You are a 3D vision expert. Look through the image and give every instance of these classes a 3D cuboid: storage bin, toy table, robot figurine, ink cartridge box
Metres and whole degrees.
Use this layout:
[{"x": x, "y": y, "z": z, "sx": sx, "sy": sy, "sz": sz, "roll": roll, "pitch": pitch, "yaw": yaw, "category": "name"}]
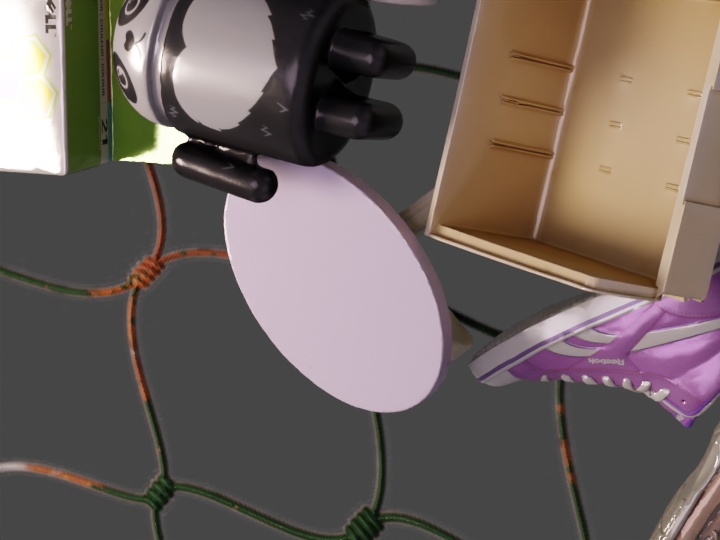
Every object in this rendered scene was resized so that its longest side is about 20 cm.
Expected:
[{"x": 0.151, "y": -0.095, "z": 1.260, "sx": 0.198, "sy": 0.093, "sz": 0.201, "roll": 22, "pitch": 101, "yaw": 57, "category": "storage bin"}, {"x": 0.000, "y": 0.000, "z": 1.394, "sx": 0.184, "sy": 0.117, "sz": 0.200, "roll": -29, "pitch": 88, "yaw": 25, "category": "toy table"}, {"x": -0.068, "y": -0.139, "z": 1.306, "sx": 0.199, "sy": 0.151, "sz": 0.125, "roll": 16, "pitch": 151, "yaw": 20, "category": "robot figurine"}, {"x": -0.205, "y": -0.147, "z": 1.469, "sx": 0.199, "sy": 0.076, "sz": 0.148, "roll": 5, "pitch": 102, "yaw": 22, "category": "ink cartridge box"}]

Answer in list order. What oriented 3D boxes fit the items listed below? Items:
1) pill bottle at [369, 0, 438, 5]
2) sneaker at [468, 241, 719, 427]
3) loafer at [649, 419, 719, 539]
[{"x": 0.026, "y": -0.284, "z": 1.330, "sx": 0.111, "sy": 0.111, "sz": 0.201, "roll": 13, "pitch": 105, "yaw": 19, "category": "pill bottle"}, {"x": 0.178, "y": 0.068, "z": 1.362, "sx": 0.200, "sy": 0.073, "sz": 0.115, "roll": -22, "pitch": 95, "yaw": 24, "category": "sneaker"}, {"x": 0.251, "y": 0.160, "z": 1.354, "sx": 0.063, "sy": 0.072, "sz": 0.200, "roll": 29, "pitch": 107, "yaw": 6, "category": "loafer"}]
